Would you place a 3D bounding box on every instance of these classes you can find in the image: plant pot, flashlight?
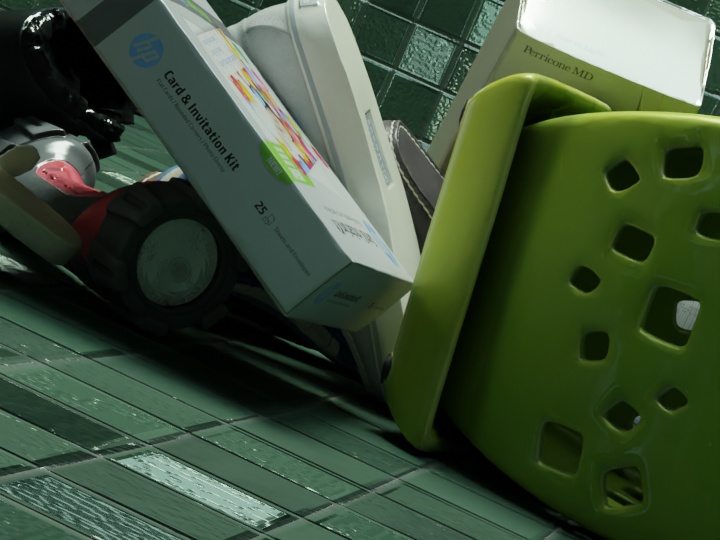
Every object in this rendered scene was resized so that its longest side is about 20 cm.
[{"bbox_3d":[0.126,0.018,1.338,0.181,0.200,0.200,18,3,16],"label":"plant pot"},{"bbox_3d":[-0.119,-0.028,1.360,0.067,0.068,0.200,20,6,-29],"label":"flashlight"}]

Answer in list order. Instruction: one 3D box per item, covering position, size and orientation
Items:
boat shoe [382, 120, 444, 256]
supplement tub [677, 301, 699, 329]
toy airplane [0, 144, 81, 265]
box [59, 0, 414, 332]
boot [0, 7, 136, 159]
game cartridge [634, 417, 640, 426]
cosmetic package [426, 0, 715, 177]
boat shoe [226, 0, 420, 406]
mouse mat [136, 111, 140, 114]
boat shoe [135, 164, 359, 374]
[{"bbox_3d":[0.068,0.000,1.468,0.200,0.065,0.072,55,21,-18],"label":"boat shoe"},{"bbox_3d":[0.152,0.002,1.924,0.145,0.146,0.200,27,6,39],"label":"supplement tub"},{"bbox_3d":[-0.219,-0.083,1.241,0.199,0.141,0.201,-3,61,-57],"label":"toy airplane"},{"bbox_3d":[-0.061,-0.066,1.287,0.200,0.041,0.156,55,6,10],"label":"box"},{"bbox_3d":[-0.213,-0.105,1.458,0.162,0.074,0.198,1,-14,30],"label":"boot"},{"bbox_3d":[0.189,0.094,1.753,0.199,0.041,0.133,22,8,-28],"label":"game cartridge"},{"bbox_3d":[0.091,-0.055,1.510,0.103,0.200,0.073,21,44,-5],"label":"cosmetic package"},{"bbox_3d":[-0.017,-0.027,1.391,0.068,0.201,0.072,-15,11,13],"label":"boat shoe"},{"bbox_3d":[-0.276,-0.186,2.831,0.199,0.008,0.161,26,5,10],"label":"mouse mat"},{"bbox_3d":[-0.040,-0.004,1.465,0.200,0.073,0.072,32,-16,-39],"label":"boat shoe"}]
